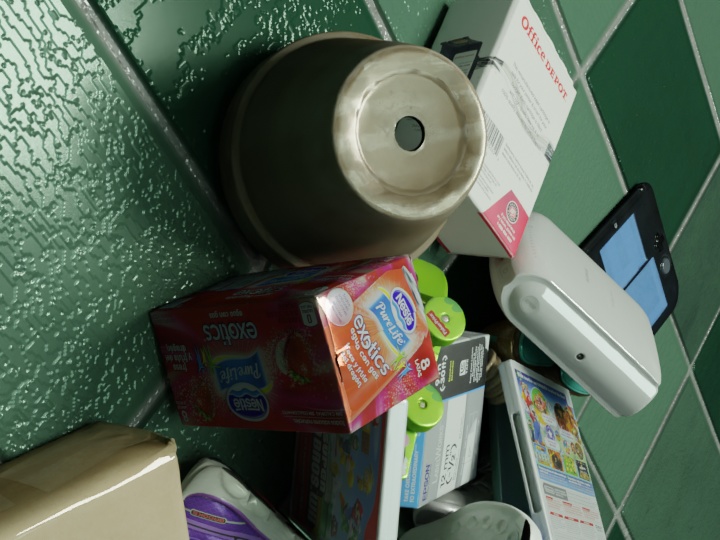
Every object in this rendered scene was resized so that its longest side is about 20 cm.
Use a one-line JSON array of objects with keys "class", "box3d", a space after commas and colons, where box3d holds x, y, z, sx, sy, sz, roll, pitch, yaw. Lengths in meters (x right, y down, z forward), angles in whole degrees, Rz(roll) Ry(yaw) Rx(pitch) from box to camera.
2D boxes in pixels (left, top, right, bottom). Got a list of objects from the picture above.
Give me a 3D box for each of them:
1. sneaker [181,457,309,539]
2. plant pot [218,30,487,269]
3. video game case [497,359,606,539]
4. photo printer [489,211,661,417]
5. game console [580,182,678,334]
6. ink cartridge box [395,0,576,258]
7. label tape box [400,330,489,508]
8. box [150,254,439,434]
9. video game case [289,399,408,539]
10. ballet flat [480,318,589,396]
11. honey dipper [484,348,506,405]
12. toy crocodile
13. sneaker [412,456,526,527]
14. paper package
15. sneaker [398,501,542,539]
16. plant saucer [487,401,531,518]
[{"class": "sneaker", "box3d": [-0.090, 0.233, 0.869, 0.084, 0.080, 0.200, -48, 122, -10]}, {"class": "plant pot", "box3d": [0.008, -0.090, 0.790, 0.196, 0.173, 0.204, 0, 89, -20]}, {"class": "video game case", "box3d": [0.193, 0.199, 1.038, 0.142, 0.018, 0.203, 28, 46, -50]}, {"class": "photo printer", "box3d": [0.210, 0.033, 1.070, 0.199, 0.069, 0.167, 42, 25, -11]}, {"class": "game console", "box3d": [0.329, 0.015, 1.306, 0.200, 0.031, 0.179, -41, 124, -36]}, {"class": "ink cartridge box", "box3d": [0.117, -0.137, 1.009, 0.145, 0.083, 0.203, 46, 59, -43]}, {"class": "label tape box", "box3d": [0.049, 0.133, 0.959, 0.199, 0.065, 0.146, -5, 101, -64]}, {"class": "box", "box3d": [-0.051, 0.054, 0.771, 0.099, 0.198, 0.097, -24, 102, -43]}, {"class": "video game case", "box3d": [-0.014, 0.154, 0.840, 0.017, 0.199, 0.146, 4, 93, -22]}, {"class": "ballet flat", "box3d": [0.192, 0.090, 1.137, 0.198, 0.071, 0.069, 18, 82, -48]}, {"class": "honey dipper", "box3d": [0.175, 0.162, 1.094, 0.201, 0.038, 0.038, 52, 59, -23]}, {"class": "toy crocodile", "box3d": [0.035, 0.082, 0.852, 0.061, 0.068, 0.203, 23, 61, -11]}, {"class": "sneaker", "box3d": [0.121, 0.236, 1.100, 0.198, 0.074, 0.083, 16, 56, -46]}, {"class": "paper package", "box3d": [-0.210, 0.228, 0.701, 0.198, 0.102, 0.194, -22, 111, -44]}, {"class": "sneaker", "box3d": [0.133, 0.292, 0.997, 0.146, 0.199, 0.081, 37, 53, -21]}, {"class": "plant saucer", "box3d": [0.157, 0.193, 1.092, 0.069, 0.019, 0.203, 30, 47, -37]}]
